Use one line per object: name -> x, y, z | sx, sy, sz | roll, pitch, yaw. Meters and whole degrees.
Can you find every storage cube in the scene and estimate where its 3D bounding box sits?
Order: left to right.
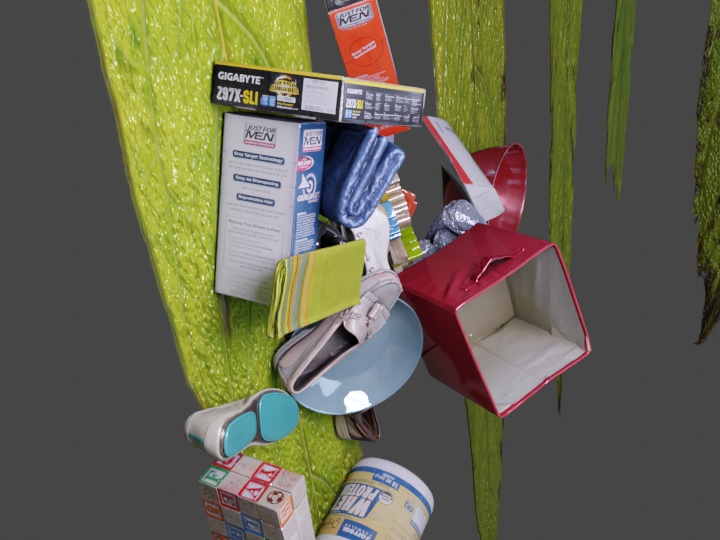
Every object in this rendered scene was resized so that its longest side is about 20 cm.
storage cube -> 0.174, 0.058, 1.184 | 0.171, 0.180, 0.201 | -32, 114, -17

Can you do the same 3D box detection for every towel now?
towel -> -0.042, 0.016, 0.971 | 0.200, 0.018, 0.087 | -18, 121, -63
towel -> -0.025, -0.116, 0.994 | 0.048, 0.200, 0.112 | 27, 94, -25

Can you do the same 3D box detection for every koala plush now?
koala plush -> 0.158, 0.030, 1.361 | 0.177, 0.200, 0.184 | -40, 165, -16

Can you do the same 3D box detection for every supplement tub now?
supplement tub -> 0.013, 0.406, 1.327 | 0.200, 0.144, 0.145 | -59, 148, -35

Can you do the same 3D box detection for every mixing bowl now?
mixing bowl -> 0.216, -0.134, 1.551 | 0.200, 0.108, 0.201 | -35, 132, -53

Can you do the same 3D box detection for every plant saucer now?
plant saucer -> -0.014, 0.106, 1.178 | 0.200, 0.039, 0.202 | -10, 122, -16

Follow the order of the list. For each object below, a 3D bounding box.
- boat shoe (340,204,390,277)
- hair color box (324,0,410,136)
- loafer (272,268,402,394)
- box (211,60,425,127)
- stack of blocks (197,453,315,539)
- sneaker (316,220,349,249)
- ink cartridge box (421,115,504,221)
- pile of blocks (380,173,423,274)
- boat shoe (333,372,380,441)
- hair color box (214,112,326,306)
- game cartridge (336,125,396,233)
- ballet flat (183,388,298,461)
boat shoe -> 0.000, 0.000, 1.170 | 0.069, 0.071, 0.201 | -30, 130, -30
hair color box -> 0.006, -0.271, 1.077 | 0.200, 0.061, 0.102 | 68, 7, -49
loafer -> -0.021, 0.082, 1.097 | 0.200, 0.063, 0.072 | -40, 126, 5
box -> -0.041, -0.191, 0.951 | 0.200, 0.159, 0.050 | -14, 112, -61
stack of blocks -> -0.119, 0.324, 1.061 | 0.059, 0.115, 0.201 | -48, 141, -46
sneaker -> -0.053, -0.007, 1.076 | 0.071, 0.097, 0.201 | -69, 154, -23
ink cartridge box -> 0.149, -0.183, 1.355 | 0.050, 0.161, 0.200 | -31, 148, 3
pile of blocks -> 0.056, -0.065, 1.197 | 0.200, 0.062, 0.082 | 70, -2, -47
boat shoe -> -0.005, 0.178, 1.277 | 0.072, 0.072, 0.201 | -49, 142, -45
hair color box -> -0.099, -0.067, 0.951 | 0.060, 0.100, 0.201 | -21, 120, -60
game cartridge -> 0.009, -0.104, 1.235 | 0.129, 0.038, 0.201 | -26, 123, -54
ballet flat -> -0.140, 0.176, 1.016 | 0.200, 0.069, 0.070 | 5, 96, -69
